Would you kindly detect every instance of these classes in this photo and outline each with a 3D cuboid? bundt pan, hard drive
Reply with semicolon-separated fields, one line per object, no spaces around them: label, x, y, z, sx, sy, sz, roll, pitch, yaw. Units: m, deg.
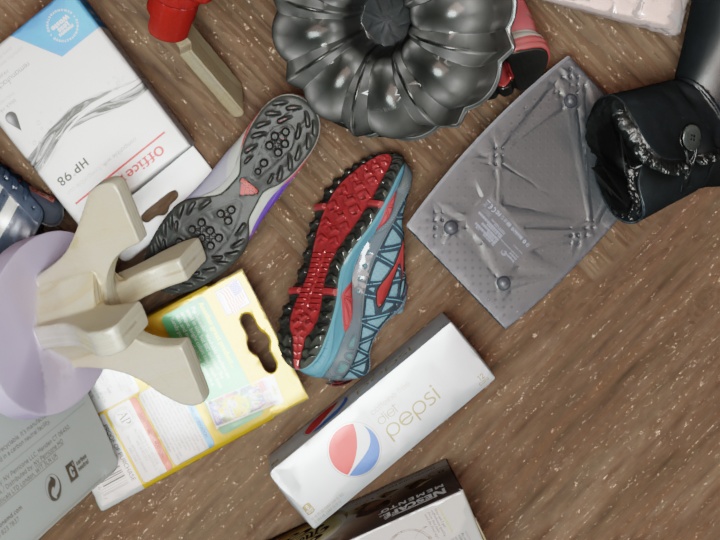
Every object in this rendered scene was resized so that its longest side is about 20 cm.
bundt pan;0.017;-0.192;1.149;0.199;0.076;0.205;5;108;16
hard drive;0.144;-0.066;1.261;0.135;0.042;0.200;44;84;-7

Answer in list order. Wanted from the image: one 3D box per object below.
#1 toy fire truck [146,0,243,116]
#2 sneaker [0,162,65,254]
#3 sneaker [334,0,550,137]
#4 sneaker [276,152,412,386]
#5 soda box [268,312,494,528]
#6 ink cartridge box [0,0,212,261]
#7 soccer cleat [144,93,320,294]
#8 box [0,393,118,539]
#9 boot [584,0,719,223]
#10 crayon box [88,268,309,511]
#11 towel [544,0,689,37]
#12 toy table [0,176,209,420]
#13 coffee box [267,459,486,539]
toy fire truck;-0.119;-0.243;1.201;0.127;0.177;0.201;21;135;-5
sneaker;-0.292;-0.063;1.231;0.084;0.075;0.202;-19;106;0
sneaker;0.056;-0.176;1.253;0.198;0.074;0.088;-16;62;7
sneaker;0.000;0.000;1.263;0.095;0.079;0.202;31;78;-42
soda box;0.016;0.125;1.266;0.200;0.068;0.064;-40;96;1
ink cartridge box;-0.216;-0.115;1.231;0.115;0.067;0.201;-38;96;0
soccer cleat;-0.103;-0.063;1.244;0.068;0.073;0.201;39;99;-3
box;-0.332;0.126;1.152;0.170;0.199;0.202;-17;102;24
boot;0.260;-0.150;1.214;0.167;0.076;0.203;-15;108;-34
crayon box;-0.158;0.097;1.262;0.198;0.052;0.127;-28;96;0
towel;0.203;-0.316;1.256;0.189;0.032;0.203;13;95;-4
toy table;-0.199;0.030;1.140;0.116;0.201;0.185;-14;119;20
coffee box;0.005;0.244;1.254;0.198;0.113;0.081;-24;96;0
